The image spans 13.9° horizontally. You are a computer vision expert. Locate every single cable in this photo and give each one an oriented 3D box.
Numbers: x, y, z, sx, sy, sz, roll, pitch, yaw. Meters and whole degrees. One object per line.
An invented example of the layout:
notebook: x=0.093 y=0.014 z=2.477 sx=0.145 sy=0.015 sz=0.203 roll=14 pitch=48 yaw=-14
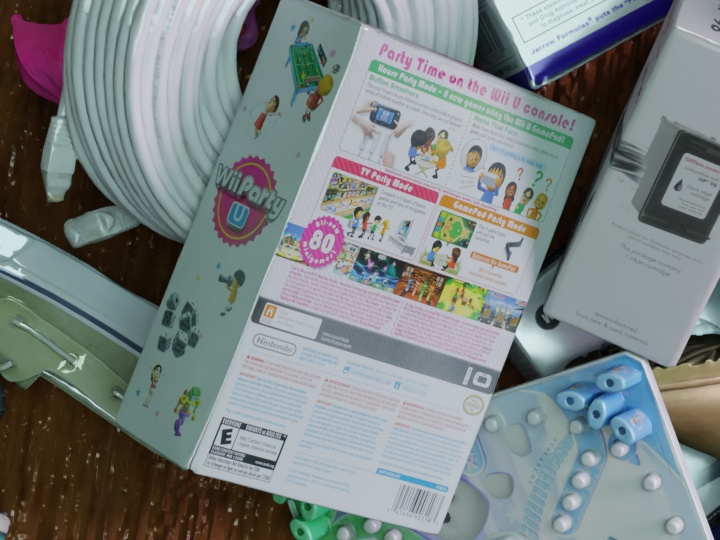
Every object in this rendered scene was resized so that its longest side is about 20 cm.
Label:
cable: x=-0.038 y=-0.103 z=1.296 sx=0.200 sy=0.069 sz=0.201 roll=-9 pitch=115 yaw=-35

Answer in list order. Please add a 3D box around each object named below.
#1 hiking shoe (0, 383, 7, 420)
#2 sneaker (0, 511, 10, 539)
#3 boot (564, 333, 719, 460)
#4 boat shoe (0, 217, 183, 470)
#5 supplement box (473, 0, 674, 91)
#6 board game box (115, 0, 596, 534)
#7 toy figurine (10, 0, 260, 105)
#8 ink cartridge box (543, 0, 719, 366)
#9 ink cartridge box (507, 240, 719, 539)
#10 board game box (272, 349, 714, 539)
hiking shoe: x=-0.262 y=0.051 z=1.329 sx=0.199 sy=0.076 sz=0.101 roll=-8 pitch=92 yaw=-9
sneaker: x=-0.239 y=0.141 z=1.300 sx=0.199 sy=0.077 sz=0.080 roll=-17 pitch=69 yaw=24
boot: x=0.184 y=0.130 z=1.368 sx=0.175 sy=0.066 sz=0.201 roll=-5 pitch=97 yaw=-14
boat shoe: x=-0.145 y=0.024 z=1.352 sx=0.200 sy=0.072 sz=0.062 roll=29 pitch=81 yaw=-10
supplement box: x=0.066 y=-0.190 z=1.379 sx=0.103 sy=0.101 sz=0.200 roll=-29 pitch=93 yaw=-9
board game box: x=0.000 y=0.000 z=1.278 sx=0.147 sy=0.064 sz=0.201 roll=19 pitch=95 yaw=-40
toy figurine: x=-0.100 y=-0.155 z=1.355 sx=0.200 sy=0.150 sz=0.185 roll=-15 pitch=104 yaw=-29
ink cartridge box: x=0.154 y=-0.073 z=1.293 sx=0.067 sy=0.116 sz=0.200 roll=23 pitch=124 yaw=2
ink cartridge box: x=0.193 y=0.038 z=1.421 sx=0.199 sy=0.041 sz=0.200 roll=-39 pitch=95 yaw=-9
board game box: x=0.072 y=0.159 z=1.346 sx=0.200 sy=0.026 sz=0.201 roll=-20 pitch=92 yaw=29
